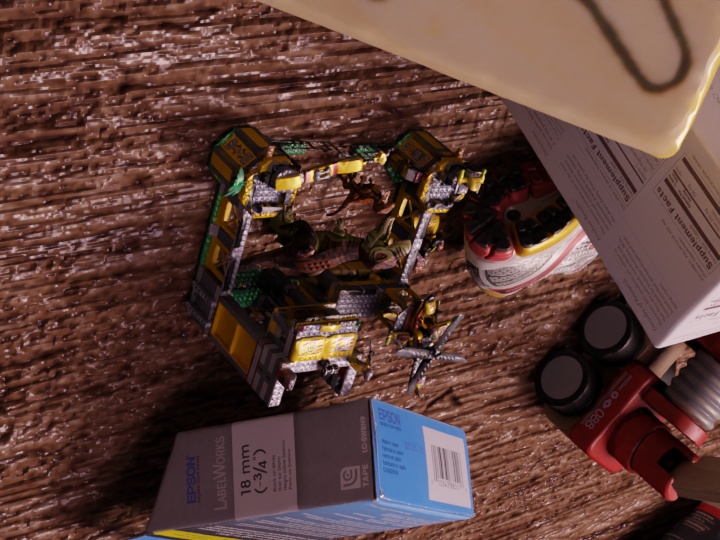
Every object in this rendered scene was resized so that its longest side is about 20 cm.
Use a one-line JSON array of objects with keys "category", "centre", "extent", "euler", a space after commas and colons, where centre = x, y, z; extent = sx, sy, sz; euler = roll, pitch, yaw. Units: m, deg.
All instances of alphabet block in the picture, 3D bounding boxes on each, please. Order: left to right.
[{"category": "alphabet block", "centre": [0.078, -0.192, 0.641], "extent": [0.198, 0.197, 0.197], "euler": [21, 115, -2]}]

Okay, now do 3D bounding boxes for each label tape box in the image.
[{"category": "label tape box", "centre": [-0.048, 0.135, 0.915], "extent": [0.198, 0.064, 0.144], "euler": [-13, 161, 24]}]

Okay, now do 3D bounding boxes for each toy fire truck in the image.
[{"category": "toy fire truck", "centre": [0.245, 0.090, 1.065], "extent": [0.176, 0.200, 0.129], "euler": [-49, 140, 3]}]

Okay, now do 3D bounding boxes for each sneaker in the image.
[{"category": "sneaker", "centre": [0.148, -0.049, 0.981], "extent": [0.199, 0.078, 0.082], "euler": [-25, 150, -19]}]

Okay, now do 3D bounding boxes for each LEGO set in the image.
[{"category": "LEGO set", "centre": [0.000, 0.000, 0.845], "extent": [0.199, 0.116, 0.155], "euler": [5, 118, -43]}]

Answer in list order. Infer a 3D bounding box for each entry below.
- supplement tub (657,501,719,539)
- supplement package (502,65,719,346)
[{"category": "supplement tub", "centre": [0.301, 0.317, 1.342], "extent": [0.199, 0.140, 0.141], "euler": [-37, 139, -11]}, {"category": "supplement package", "centre": [0.205, -0.078, 0.869], "extent": [0.155, 0.201, 0.111], "euler": [-10, 151, -35]}]
